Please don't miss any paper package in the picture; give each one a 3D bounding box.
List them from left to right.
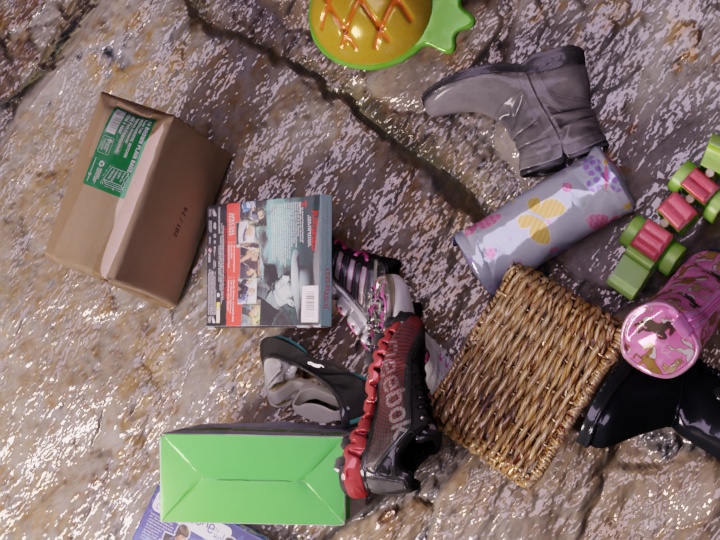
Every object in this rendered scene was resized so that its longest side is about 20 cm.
[{"bbox_3d":[-0.253,-0.076,1.712,0.102,0.191,0.202,19,86,18],"label":"paper package"}]

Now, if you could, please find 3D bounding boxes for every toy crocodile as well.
[{"bbox_3d":[0.336,-0.056,1.599,0.067,0.062,0.201,41,95,19],"label":"toy crocodile"}]

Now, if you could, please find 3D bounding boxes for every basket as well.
[{"bbox_3d":[0.185,0.118,1.571,0.148,0.143,0.201,30,88,22],"label":"basket"}]

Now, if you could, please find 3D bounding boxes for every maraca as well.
[{"bbox_3d":[0.035,-0.299,1.705,0.197,0.107,0.139,-2,88,16],"label":"maraca"}]

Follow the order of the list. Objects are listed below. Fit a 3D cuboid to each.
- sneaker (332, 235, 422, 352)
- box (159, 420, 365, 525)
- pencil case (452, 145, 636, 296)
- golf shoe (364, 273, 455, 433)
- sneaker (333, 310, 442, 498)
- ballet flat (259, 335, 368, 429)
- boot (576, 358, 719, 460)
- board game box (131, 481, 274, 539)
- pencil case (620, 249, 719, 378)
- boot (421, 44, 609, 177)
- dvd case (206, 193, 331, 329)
[{"bbox_3d":[0.000,0.000,1.687,0.087,0.074,0.201,-37,78,8],"label":"sneaker"},{"bbox_3d":[-0.100,0.215,1.609,0.197,0.176,0.098,0,87,6],"label":"box"},{"bbox_3d":[0.201,-0.052,1.625,0.199,0.091,0.084,-32,78,10],"label":"pencil case"},{"bbox_3d":[0.057,0.092,1.626,0.091,0.073,0.202,-14,114,-12],"label":"golf shoe"},{"bbox_3d":[0.045,0.138,1.509,0.097,0.071,0.203,6,66,25],"label":"sneaker"},{"bbox_3d":[-0.063,0.124,1.648,0.068,0.069,0.199,-36,36,-30],"label":"ballet flat"},{"bbox_3d":[0.332,0.152,1.513,0.167,0.200,0.077,33,131,21],"label":"boot"},{"bbox_3d":[-0.172,0.346,1.700,0.198,0.034,0.137,25,88,19],"label":"board game box"},{"bbox_3d":[0.332,0.042,1.510,0.082,0.199,0.087,24,118,23],"label":"pencil case"},{"bbox_3d":[0.170,-0.165,1.667,0.198,0.070,0.133,-13,83,19],"label":"boot"},{"bbox_3d":[-0.106,-0.008,1.691,0.199,0.022,0.148,-4,85,47],"label":"dvd case"}]
